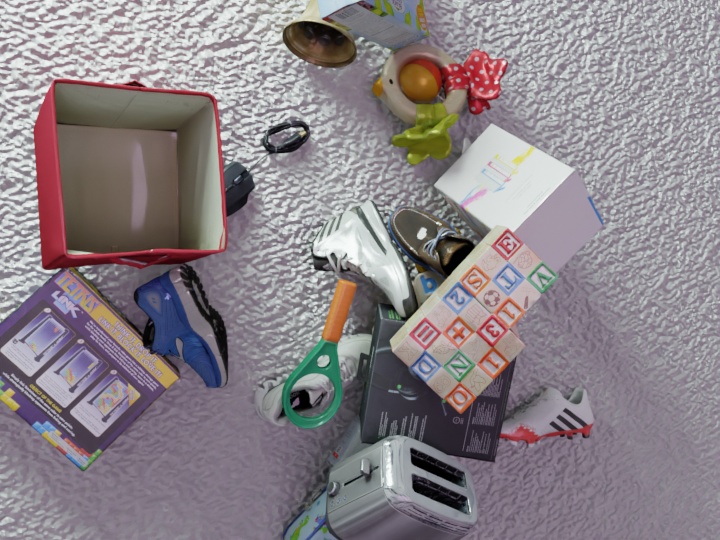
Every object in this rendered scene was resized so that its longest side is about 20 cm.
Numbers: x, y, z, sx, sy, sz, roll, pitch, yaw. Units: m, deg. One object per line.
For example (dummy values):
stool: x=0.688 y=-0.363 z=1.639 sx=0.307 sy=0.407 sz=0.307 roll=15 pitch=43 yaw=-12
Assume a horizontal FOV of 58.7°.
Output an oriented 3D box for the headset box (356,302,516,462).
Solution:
headset box: x=0.095 y=0.149 z=0.871 sx=0.198 sy=0.093 sz=0.176 roll=8 pitch=100 yaw=-3

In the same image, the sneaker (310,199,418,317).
sneaker: x=0.000 y=0.000 z=0.872 sx=0.115 sy=0.201 sz=0.076 roll=-23 pitch=141 yaw=-2

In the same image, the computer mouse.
computer mouse: x=-0.145 y=-0.139 z=0.871 sx=0.200 sy=0.034 sz=0.059 roll=-44 pitch=105 yaw=-12

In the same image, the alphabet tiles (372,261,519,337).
alphabet tiles: x=0.122 y=0.093 z=0.916 sx=0.199 sy=0.015 sz=0.197 roll=-19 pitch=101 yaw=3

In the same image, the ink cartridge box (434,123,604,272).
ink cartridge box: x=0.214 y=-0.100 z=0.909 sx=0.125 sy=0.200 sz=0.128 roll=-46 pitch=132 yaw=3

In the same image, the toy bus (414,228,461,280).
toy bus: x=0.141 y=0.041 z=0.959 sx=0.065 sy=0.078 sz=0.201 roll=-23 pitch=101 yaw=-16

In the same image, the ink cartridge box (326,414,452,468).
ink cartridge box: x=0.067 y=0.252 z=0.970 sx=0.162 sy=0.050 sz=0.201 roll=39 pitch=74 yaw=-17

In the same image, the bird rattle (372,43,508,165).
bird rattle: x=0.110 y=-0.263 z=0.922 sx=0.163 sy=0.113 sz=0.200 roll=38 pitch=78 yaw=-1

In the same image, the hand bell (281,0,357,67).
hand bell: x=-0.034 y=-0.395 z=0.880 sx=0.103 sy=0.104 sz=0.202 roll=18 pitch=75 yaw=-19

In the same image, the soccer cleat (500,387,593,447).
soccer cleat: x=0.292 y=0.234 z=1.035 sx=0.198 sy=0.069 sz=0.086 roll=0 pitch=85 yaw=-22

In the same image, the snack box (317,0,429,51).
snack box: x=0.009 y=-0.392 z=0.825 sx=0.200 sy=0.067 sz=0.170 roll=-10 pitch=89 yaw=-59

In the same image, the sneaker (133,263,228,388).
sneaker: x=-0.226 y=0.080 z=0.817 sx=0.088 sy=0.079 sz=0.201 roll=-16 pitch=129 yaw=0

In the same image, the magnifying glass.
magnifying glass: x=-0.047 y=0.110 z=0.837 sx=0.079 sy=0.022 sz=0.201 roll=16 pitch=97 yaw=-21

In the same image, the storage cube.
storage cube: x=-0.266 y=-0.098 z=0.730 sx=0.170 sy=0.179 sz=0.202 roll=-4 pitch=87 yaw=-33

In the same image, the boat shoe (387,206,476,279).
boat shoe: x=0.120 y=-0.026 z=0.856 sx=0.200 sy=0.072 sz=0.072 roll=37 pitch=85 yaw=13

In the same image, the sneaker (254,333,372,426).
sneaker: x=-0.050 y=0.158 z=0.900 sx=0.199 sy=0.081 sz=0.076 roll=-30 pitch=101 yaw=-16

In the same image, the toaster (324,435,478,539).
toaster: x=0.060 y=0.298 z=0.823 sx=0.199 sy=0.114 sz=0.129 roll=32 pitch=127 yaw=-23

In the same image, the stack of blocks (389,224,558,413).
stack of blocks: x=0.145 y=0.057 z=0.779 sx=0.115 sy=0.059 sz=0.200 roll=42 pitch=95 yaw=-6

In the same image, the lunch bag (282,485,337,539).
lunch bag: x=-0.004 y=0.402 z=0.914 sx=0.200 sy=0.083 sz=0.161 roll=37 pitch=104 yaw=-16

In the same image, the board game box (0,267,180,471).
board game box: x=-0.357 y=0.119 z=0.803 sx=0.165 sy=0.057 sz=0.200 roll=-44 pitch=105 yaw=-14
